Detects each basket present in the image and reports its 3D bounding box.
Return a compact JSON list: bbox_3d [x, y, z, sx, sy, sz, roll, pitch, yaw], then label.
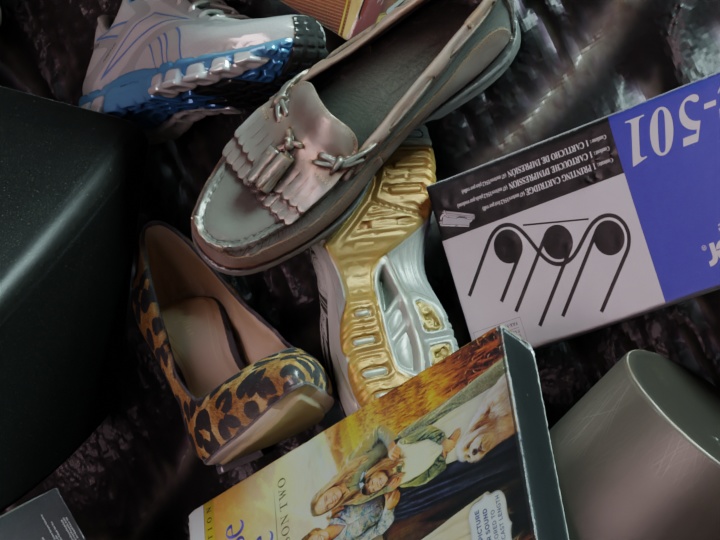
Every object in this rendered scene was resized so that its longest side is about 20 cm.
[{"bbox_3d":[0.109,0.148,1.042,0.201,0.180,0.136,-55,26,17],"label":"basket"}]

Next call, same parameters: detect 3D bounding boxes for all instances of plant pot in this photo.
[{"bbox_3d":[-0.242,0.024,1.180,0.199,0.178,0.201,16,125,6],"label":"plant pot"}]

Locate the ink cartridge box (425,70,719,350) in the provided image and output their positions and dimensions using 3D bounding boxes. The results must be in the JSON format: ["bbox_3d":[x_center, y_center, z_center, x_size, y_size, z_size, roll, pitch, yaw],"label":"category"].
[{"bbox_3d":[0.133,-0.028,1.069,0.199,0.044,0.095,-21,84,34],"label":"ink cartridge box"}]

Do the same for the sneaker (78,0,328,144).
[{"bbox_3d":[-0.091,-0.124,1.187,0.199,0.075,0.087,-9,76,49],"label":"sneaker"}]

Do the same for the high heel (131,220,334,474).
[{"bbox_3d":[-0.076,0.026,1.154,0.143,0.071,0.200,68,163,6],"label":"high heel"}]

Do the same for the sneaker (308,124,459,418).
[{"bbox_3d":[0.000,0.000,1.145,0.088,0.075,0.201,117,149,-66],"label":"sneaker"}]

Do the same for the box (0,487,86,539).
[{"bbox_3d":[-0.136,0.234,1.219,0.201,0.050,0.158,58,163,16],"label":"box"}]

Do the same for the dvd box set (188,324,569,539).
[{"bbox_3d":[0.004,0.130,1.026,0.199,0.029,0.147,-32,42,27],"label":"dvd box set"}]

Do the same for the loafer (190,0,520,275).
[{"bbox_3d":[-0.006,-0.081,1.087,0.200,0.063,0.072,-40,70,-10],"label":"loafer"}]

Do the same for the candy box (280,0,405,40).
[{"bbox_3d":[-0.044,-0.213,1.169,0.200,0.056,0.117,34,112,29],"label":"candy box"}]
